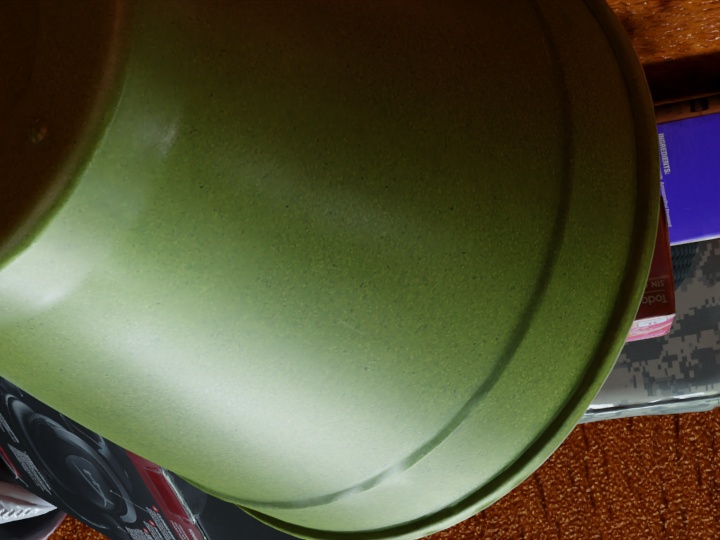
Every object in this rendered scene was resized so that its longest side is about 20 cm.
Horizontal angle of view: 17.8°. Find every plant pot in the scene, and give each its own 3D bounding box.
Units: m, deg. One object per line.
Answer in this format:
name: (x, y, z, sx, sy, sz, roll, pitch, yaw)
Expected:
plant pot: (-0.050, -0.036, 0.652, 0.200, 0.201, 0.193, -14, 159, 35)

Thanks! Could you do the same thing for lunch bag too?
lunch bag: (0.147, 0.033, 1.498, 0.199, 0.140, 0.168, -8, 172, 5)

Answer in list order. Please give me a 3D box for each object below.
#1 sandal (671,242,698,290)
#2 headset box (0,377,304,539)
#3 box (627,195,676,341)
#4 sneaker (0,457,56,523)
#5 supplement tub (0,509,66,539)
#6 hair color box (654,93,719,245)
sandal: (0.148, -0.036, 1.312, 0.048, 0.076, 0.200, 16, 177, 28)
headset box: (-0.092, 0.042, 0.914, 0.077, 0.149, 0.200, -43, -143, -23)
box: (0.034, -0.006, 1.008, 0.199, 0.096, 0.100, -9, 173, 5)
sneaker: (-0.117, 0.040, 1.074, 0.199, 0.114, 0.075, -18, -178, -26)
supplement tub: (-0.239, 0.089, 1.185, 0.107, 0.107, 0.200, -1, -179, -45)
hair color box: (0.158, -0.049, 1.106, 0.199, 0.065, 0.109, -11, -174, 10)
